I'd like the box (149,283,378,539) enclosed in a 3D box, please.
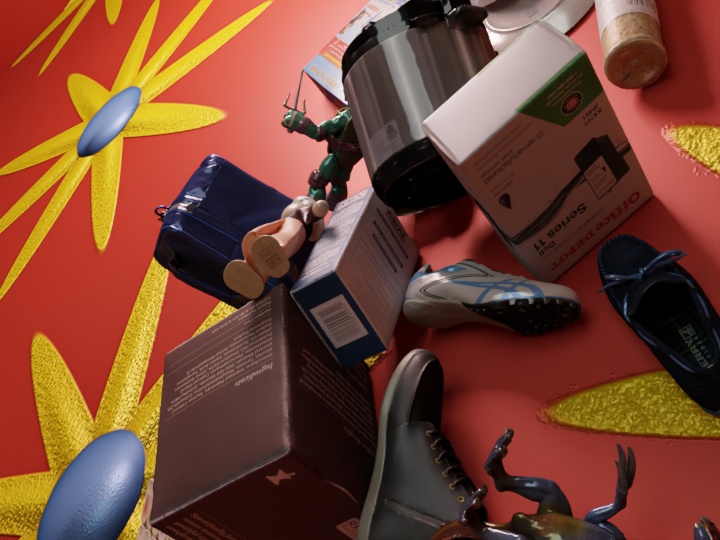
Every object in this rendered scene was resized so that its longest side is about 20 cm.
[{"bbox_3d":[-0.088,0.162,0.823,0.162,0.166,0.202,-29,40,18],"label":"box"}]

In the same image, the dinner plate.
[{"bbox_3d":[0.227,-0.360,1.116,0.197,0.024,0.203,-26,43,26],"label":"dinner plate"}]

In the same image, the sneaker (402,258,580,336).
[{"bbox_3d":[0.125,0.020,0.827,0.197,0.072,0.074,0,62,42],"label":"sneaker"}]

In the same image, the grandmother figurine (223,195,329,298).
[{"bbox_3d":[-0.079,-0.038,0.902,0.120,0.061,0.200,-30,11,17],"label":"grandmother figurine"}]

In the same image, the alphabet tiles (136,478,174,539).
[{"bbox_3d":[-0.210,0.278,0.875,0.199,0.014,0.200,165,116,-66],"label":"alphabet tiles"}]

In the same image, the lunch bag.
[{"bbox_3d":[-0.161,-0.032,1.032,0.134,0.197,0.136,-66,9,-28],"label":"lunch bag"}]

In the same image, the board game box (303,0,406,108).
[{"bbox_3d":[0.031,-0.320,1.236,0.196,0.056,0.200,-44,37,3],"label":"board game box"}]

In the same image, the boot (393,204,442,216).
[{"bbox_3d":[0.108,-0.155,1.009,0.198,0.073,0.157,-29,41,34],"label":"boot"}]

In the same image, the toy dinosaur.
[{"bbox_3d":[0.168,0.195,0.617,0.106,0.180,0.201,-53,-7,-37],"label":"toy dinosaur"}]

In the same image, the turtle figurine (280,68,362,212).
[{"bbox_3d":[-0.030,-0.169,1.053,0.100,0.148,0.204,32,115,39],"label":"turtle figurine"}]

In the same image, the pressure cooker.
[{"bbox_3d":[0.071,-0.189,0.896,0.173,0.179,0.204,-20,75,9],"label":"pressure cooker"}]

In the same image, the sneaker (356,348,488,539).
[{"bbox_3d":[0.071,0.170,0.753,0.104,0.075,0.204,-4,63,35],"label":"sneaker"}]

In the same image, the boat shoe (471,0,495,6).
[{"bbox_3d":[0.150,-0.413,1.174,0.074,0.065,0.199,-51,26,-8],"label":"boat shoe"}]

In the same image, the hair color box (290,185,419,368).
[{"bbox_3d":[0.000,0.000,0.891,0.060,0.101,0.201,-24,21,26],"label":"hair color box"}]

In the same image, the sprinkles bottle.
[{"bbox_3d":[0.299,-0.295,0.949,0.067,0.068,0.203,-20,45,29],"label":"sprinkles bottle"}]

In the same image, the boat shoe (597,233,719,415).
[{"bbox_3d":[0.258,0.024,0.699,0.084,0.069,0.201,-40,38,7],"label":"boat shoe"}]

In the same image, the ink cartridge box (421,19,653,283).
[{"bbox_3d":[0.172,-0.102,0.791,0.146,0.200,0.083,-41,41,6],"label":"ink cartridge box"}]
